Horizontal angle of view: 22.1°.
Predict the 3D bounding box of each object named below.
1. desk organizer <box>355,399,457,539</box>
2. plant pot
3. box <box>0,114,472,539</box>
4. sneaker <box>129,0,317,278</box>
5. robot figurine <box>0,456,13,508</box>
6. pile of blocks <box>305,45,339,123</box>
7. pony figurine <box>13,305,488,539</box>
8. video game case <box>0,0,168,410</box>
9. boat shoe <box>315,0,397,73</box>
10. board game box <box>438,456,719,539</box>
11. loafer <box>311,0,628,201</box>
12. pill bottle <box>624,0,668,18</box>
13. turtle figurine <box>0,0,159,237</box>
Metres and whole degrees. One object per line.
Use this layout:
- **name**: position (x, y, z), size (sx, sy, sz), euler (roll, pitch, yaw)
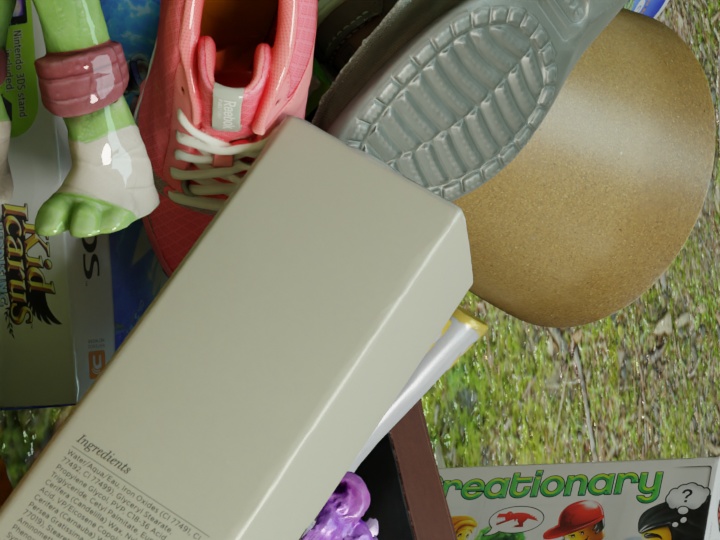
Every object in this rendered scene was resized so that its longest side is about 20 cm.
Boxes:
- **desk organizer**: position (0.025, 0.133, 0.848), size (0.077, 0.072, 0.200), euler (32, 19, -21)
- **plant pot**: position (0.057, -0.083, 0.986), size (0.199, 0.186, 0.188), euler (19, 67, -42)
- **box**: position (-0.045, 0.051, 0.651), size (0.200, 0.082, 0.068), euler (-54, 160, -16)
- **sneaker**: position (-0.054, -0.065, 0.689), size (0.087, 0.073, 0.201), euler (-90, -174, -61)
- **robot figurine**: position (-0.178, 0.040, 0.602), size (0.145, 0.058, 0.201), euler (-51, 130, -55)
- **pile of blocks**: position (-0.021, -0.057, 0.815), size (0.200, 0.062, 0.082), euler (30, 19, -53)
- **pony figurine**: position (-0.033, 0.092, 0.756), size (0.201, 0.166, 0.193), euler (-58, 169, 4)
- **video game case**: position (-0.090, -0.038, 0.805), size (0.200, 0.045, 0.183), euler (-3, 89, -63)
- **boat shoe**: position (0.055, -0.109, 0.845), size (0.202, 0.075, 0.075), euler (-17, 70, -44)
- **board game box**: position (0.085, 0.158, 0.940), size (0.035, 0.199, 0.127), euler (59, 36, -38)
- **loafer**: position (0.050, -0.102, 0.753), size (0.200, 0.070, 0.075), euler (-45, 128, -15)
- **pill bottle**: position (0.149, -0.205, 1.229), size (0.200, 0.111, 0.113), euler (-24, 106, -61)
- **turtle figurine**: position (-0.134, -0.105, 0.621), size (0.200, 0.143, 0.195), euler (-121, -153, -70)
